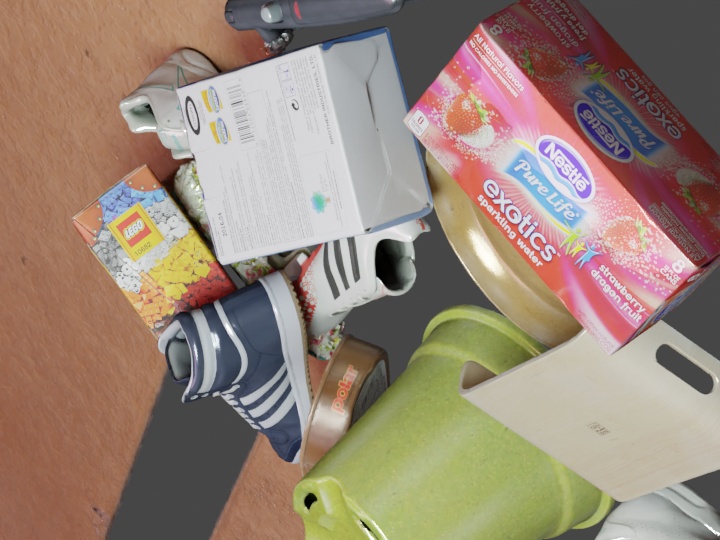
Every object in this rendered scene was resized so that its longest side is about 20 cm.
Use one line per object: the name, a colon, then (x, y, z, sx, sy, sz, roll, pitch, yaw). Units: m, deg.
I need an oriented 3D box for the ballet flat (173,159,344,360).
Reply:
ballet flat: (-0.072, -0.017, 1.853, 0.200, 0.076, 0.064, 48, 119, 1)

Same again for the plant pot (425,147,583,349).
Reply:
plant pot: (0.123, -0.031, 1.568, 0.200, 0.027, 0.201, 39, 149, 28)

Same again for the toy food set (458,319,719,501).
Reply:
toy food set: (0.171, 0.082, 1.564, 0.143, 0.061, 0.200, 34, 151, -13)

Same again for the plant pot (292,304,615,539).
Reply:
plant pot: (0.056, 0.158, 1.715, 0.200, 0.184, 0.201, 38, 149, 29)

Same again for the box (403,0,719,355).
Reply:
box: (0.137, -0.064, 1.412, 0.200, 0.095, 0.100, 50, 134, 9)

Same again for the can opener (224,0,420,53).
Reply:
can opener: (-0.028, -0.189, 1.588, 0.199, 0.063, 0.079, 12, 131, 53)

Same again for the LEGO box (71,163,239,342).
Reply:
LEGO box: (-0.159, 0.000, 1.911, 0.149, 0.077, 0.200, 54, 177, 0)

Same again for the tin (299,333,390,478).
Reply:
tin: (-0.011, 0.126, 1.840, 0.042, 0.113, 0.200, 23, 160, 11)

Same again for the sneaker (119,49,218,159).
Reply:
sneaker: (-0.108, -0.110, 1.787, 0.199, 0.080, 0.071, 22, 137, 44)

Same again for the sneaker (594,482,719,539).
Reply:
sneaker: (0.247, 0.219, 1.588, 0.199, 0.088, 0.076, 27, 141, 40)

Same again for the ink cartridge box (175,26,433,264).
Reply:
ink cartridge box: (-0.052, -0.085, 1.656, 0.199, 0.076, 0.138, -11, 94, 47)

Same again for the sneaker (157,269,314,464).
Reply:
sneaker: (-0.095, 0.090, 1.804, 0.201, 0.108, 0.070, 85, 160, -46)

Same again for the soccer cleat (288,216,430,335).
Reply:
soccer cleat: (0.000, 0.000, 1.748, 0.085, 0.068, 0.201, 46, 144, 18)
